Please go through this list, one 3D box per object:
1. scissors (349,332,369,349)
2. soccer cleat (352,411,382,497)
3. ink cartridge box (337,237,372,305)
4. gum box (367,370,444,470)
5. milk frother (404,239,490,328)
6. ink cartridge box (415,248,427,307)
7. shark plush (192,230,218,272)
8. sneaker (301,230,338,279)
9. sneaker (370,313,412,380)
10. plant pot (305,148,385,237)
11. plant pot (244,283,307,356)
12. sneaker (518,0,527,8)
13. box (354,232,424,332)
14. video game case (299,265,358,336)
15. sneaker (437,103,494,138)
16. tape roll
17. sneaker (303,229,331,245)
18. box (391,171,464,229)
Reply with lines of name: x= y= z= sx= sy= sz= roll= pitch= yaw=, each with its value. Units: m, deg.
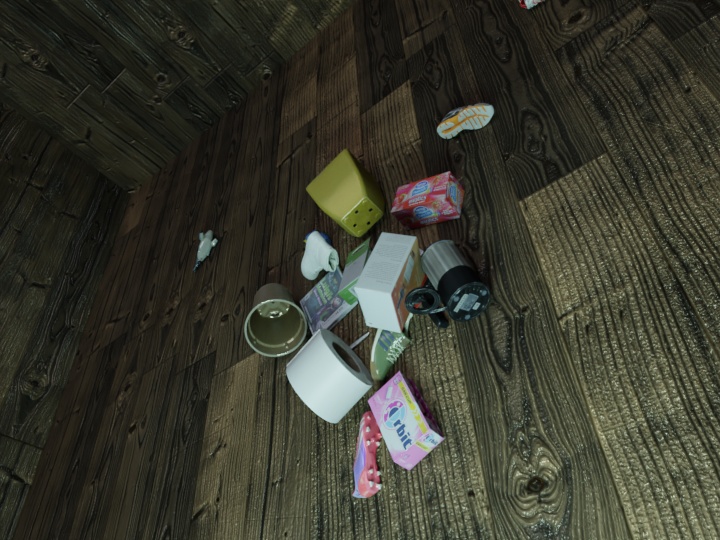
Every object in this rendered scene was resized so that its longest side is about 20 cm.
scissors: x=-0.054 y=0.239 z=1.629 sx=0.201 sy=0.014 sz=0.073 roll=-51 pitch=35 yaw=3
soccer cleat: x=0.010 y=0.442 z=1.359 sx=0.076 sy=0.066 sz=0.204 roll=-30 pitch=45 yaw=32
ink cartridge box: x=0.000 y=0.000 z=1.706 sx=0.103 sy=0.059 sz=0.202 roll=-37 pitch=23 yaw=31
gum box: x=0.102 y=0.348 z=1.334 sx=0.113 sy=0.066 sz=0.201 roll=-44 pitch=38 yaw=11
milk frother: x=0.190 y=0.025 z=1.401 sx=0.180 sy=0.199 sz=0.190 roll=-44 pitch=37 yaw=14
ink cartridge box: x=0.125 y=0.032 z=1.589 sx=0.201 sy=0.043 sz=0.173 roll=-51 pitch=36 yaw=1
shark plush: x=-0.712 y=-0.087 z=2.575 sx=0.083 sy=0.088 sz=0.207 roll=176 pitch=104 yaw=-67
sneaker: x=-0.131 y=-0.017 z=1.834 sx=0.073 sy=0.203 sz=0.115 roll=-31 pitch=60 yaw=-32
sneaker: x=0.087 y=0.189 z=1.479 sx=0.088 sy=0.067 sz=0.205 roll=-3 pitch=63 yaw=34
plant pot: x=-0.030 y=-0.230 z=1.854 sx=0.195 sy=0.193 sz=0.202 roll=-41 pitch=47 yaw=12
plant pot: x=-0.278 y=0.141 z=1.822 sx=0.200 sy=0.200 sz=0.184 roll=-43 pitch=26 yaw=10
sneaker: x=0.579 y=-0.972 z=1.917 sx=0.106 sy=0.067 sz=0.205 roll=-27 pitch=46 yaw=24
box: x=0.081 y=0.029 z=1.464 sx=0.104 sy=0.154 sz=0.203 roll=9 pitch=51 yaw=25
video game case: x=-0.105 y=0.100 z=1.790 sx=0.181 sy=0.023 sz=0.201 roll=-44 pitch=38 yaw=10
sneaker: x=0.332 y=-0.488 z=1.775 sx=0.196 sy=0.079 sz=0.078 roll=-10 pitch=43 yaw=40
tape roll: x=-0.080 y=0.275 z=1.475 sx=0.139 sy=0.202 sz=0.203 roll=-46 pitch=37 yaw=6
sneaker: x=-0.129 y=-0.093 z=1.939 sx=0.079 sy=0.066 sz=0.199 roll=-49 pitch=37 yaw=-4
box: x=0.198 y=-0.203 z=1.661 sx=0.196 sy=0.095 sz=0.102 roll=-10 pitch=51 yaw=41
